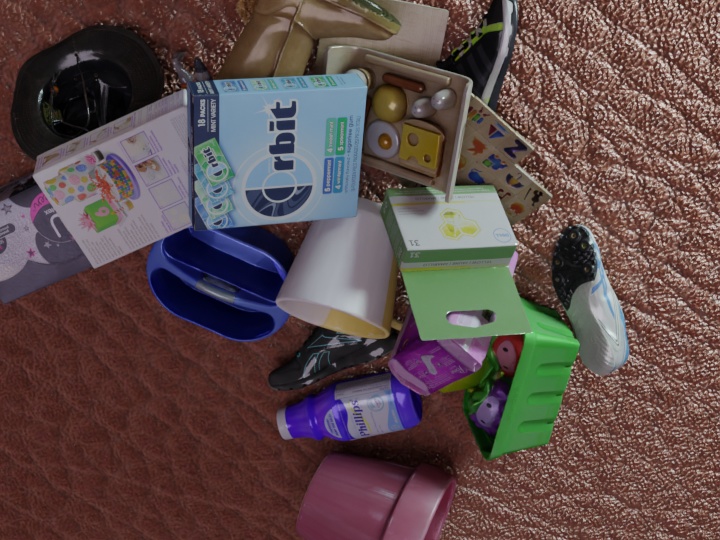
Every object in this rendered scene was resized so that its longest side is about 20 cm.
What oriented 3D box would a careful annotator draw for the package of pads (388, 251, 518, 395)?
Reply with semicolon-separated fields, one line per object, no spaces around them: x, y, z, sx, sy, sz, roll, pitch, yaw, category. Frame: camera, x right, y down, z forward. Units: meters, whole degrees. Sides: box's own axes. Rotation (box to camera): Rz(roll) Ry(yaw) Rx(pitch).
0.115;0.048;1.339;0.076;0.200;0.120;39;138;-16;package of pads

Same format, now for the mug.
-0.009;-0.003;1.382;0.149;0.187;0.154;10;75;23;mug

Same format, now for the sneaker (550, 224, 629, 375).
0.301;0.035;1.404;0.072;0.072;0.201;-8;102;39;sneaker

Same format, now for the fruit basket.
0.159;0.129;1.422;0.215;0.156;0.217;-5;118;-9;fruit basket

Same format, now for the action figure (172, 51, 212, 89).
-0.210;-0.173;1.353;0.199;0.105;0.194;3;105;5;action figure

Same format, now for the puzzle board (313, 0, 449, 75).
0.017;-0.238;1.340;0.150;0.017;0.201;11;115;1;puzzle board

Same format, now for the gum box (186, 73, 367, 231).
-0.098;-0.137;1.248;0.199;0.045;0.171;-7;124;-17;gum box

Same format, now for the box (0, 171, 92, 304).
-0.402;-0.063;1.417;0.199;0.115;0.133;-21;110;15;box

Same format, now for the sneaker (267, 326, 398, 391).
-0.042;0.105;1.480;0.199;0.075;0.080;-24;89;15;sneaker

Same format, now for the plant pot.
0.017;0.346;1.514;0.178;0.200;0.201;21;116;15;plant pot

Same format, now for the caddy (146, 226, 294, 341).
-0.180;0.009;1.424;0.199;0.105;0.142;23;116;-3;caddy

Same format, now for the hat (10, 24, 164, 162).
-0.331;-0.203;1.354;0.200;0.081;0.202;-3;73;9;hat

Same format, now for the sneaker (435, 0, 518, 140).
0.132;-0.246;1.288;0.082;0.072;0.201;13;115;0;sneaker

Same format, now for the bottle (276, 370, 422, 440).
-0.017;0.194;1.507;0.199;0.065;0.084;-13;113;13;bottle

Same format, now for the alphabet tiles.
0.134;-0.127;1.340;0.200;0.008;0.167;38;132;-18;alphabet tiles

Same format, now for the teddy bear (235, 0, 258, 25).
-0.101;-0.387;1.268;0.144;0.067;0.201;-21;107;0;teddy bear

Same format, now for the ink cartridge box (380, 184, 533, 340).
0.116;-0.014;1.277;0.145;0.201;0.048;-3;139;-17;ink cartridge box

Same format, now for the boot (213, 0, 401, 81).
-0.069;-0.240;1.262;0.175;0.066;0.201;23;114;-8;boot

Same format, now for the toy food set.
0.036;-0.176;1.287;0.199;0.060;0.144;23;118;30;toy food set

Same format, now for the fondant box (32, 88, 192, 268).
-0.264;-0.108;1.286;0.199;0.058;0.145;-24;124;4;fondant box
